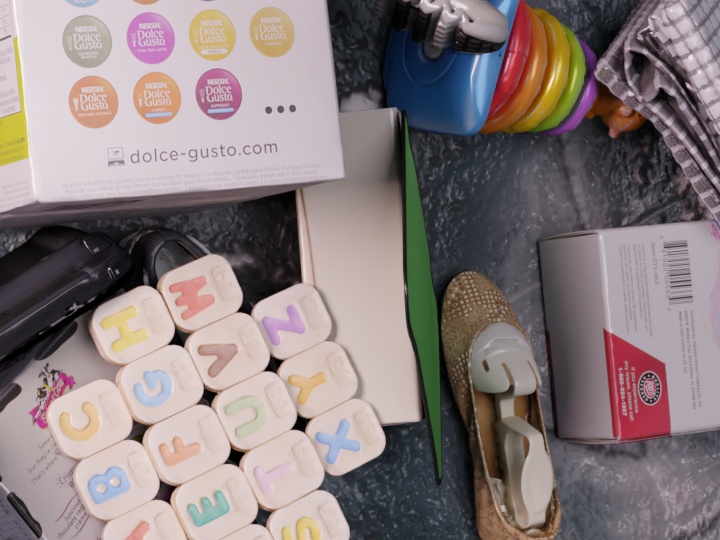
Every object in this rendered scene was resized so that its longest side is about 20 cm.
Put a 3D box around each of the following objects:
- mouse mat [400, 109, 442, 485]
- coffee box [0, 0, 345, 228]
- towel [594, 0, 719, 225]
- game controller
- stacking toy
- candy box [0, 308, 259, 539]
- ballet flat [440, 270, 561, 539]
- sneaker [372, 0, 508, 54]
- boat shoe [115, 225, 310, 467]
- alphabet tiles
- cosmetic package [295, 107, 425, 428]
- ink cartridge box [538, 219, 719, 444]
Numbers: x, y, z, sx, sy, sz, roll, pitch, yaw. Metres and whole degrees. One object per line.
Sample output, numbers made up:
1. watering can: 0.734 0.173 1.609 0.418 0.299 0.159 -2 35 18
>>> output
1. mouse mat: 0.039 0.019 1.620 0.007 0.201 0.162 -6 48 6
2. coffee box: -0.149 -0.135 1.533 0.198 0.200 0.199 -5 88 -28
3. towel: 0.254 -0.130 1.771 0.166 0.085 0.200 56 32 -11
4. game controller: -0.232 0.034 1.533 0.199 0.104 0.042 -34 111 -25
5. stacking toy: 0.124 -0.133 1.742 0.199 0.109 0.117 14 92 -37
6. candy box: -0.162 0.142 1.568 0.201 0.061 0.136 55 47 -15
7. ballet flat: 0.103 0.098 1.727 0.070 0.065 0.202 -14 93 -28
8. sneaker: 0.015 -0.210 1.617 0.199 0.075 0.081 33 78 -3
9. boat shoe: -0.087 0.059 1.631 0.076 0.060 0.200 -46 107 -22
10. alphabet tiles: -0.085 0.096 1.551 0.195 0.015 0.201 -24 89 -24
11. cosmetic package: 0.000 0.000 1.648 0.073 0.104 0.202 -6 88 3
12. ink cartridge box: 0.236 0.039 1.790 0.199 0.083 0.147 -5 89 -28
